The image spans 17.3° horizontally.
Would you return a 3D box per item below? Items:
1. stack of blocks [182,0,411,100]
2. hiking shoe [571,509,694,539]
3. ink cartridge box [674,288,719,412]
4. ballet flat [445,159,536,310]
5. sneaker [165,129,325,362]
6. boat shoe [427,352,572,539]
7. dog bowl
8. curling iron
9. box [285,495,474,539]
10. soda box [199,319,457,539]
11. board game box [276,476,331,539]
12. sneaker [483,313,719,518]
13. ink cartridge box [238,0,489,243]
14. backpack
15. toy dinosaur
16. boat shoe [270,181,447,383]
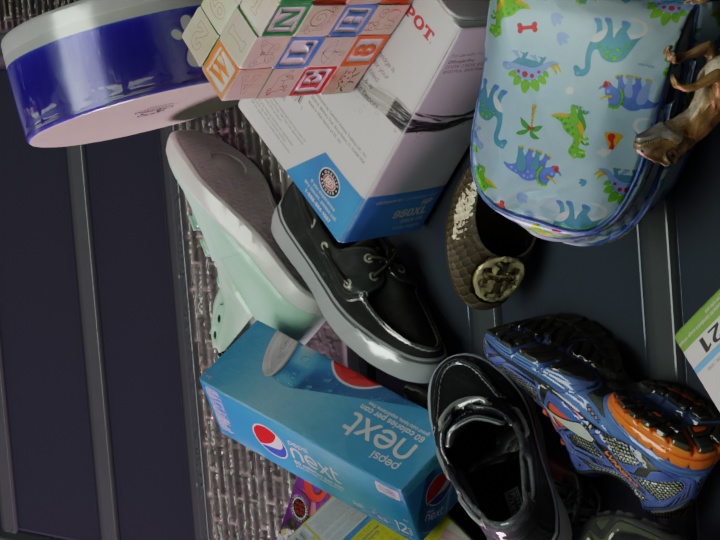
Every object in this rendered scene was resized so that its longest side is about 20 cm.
[{"bbox_3d":[-0.016,-0.199,1.503,0.059,0.115,0.200,57,132,26],"label":"stack of blocks"},{"bbox_3d":[0.150,0.214,1.517,0.200,0.075,0.101,-17,53,56],"label":"hiking shoe"},{"bbox_3d":[0.291,0.074,1.345,0.148,0.075,0.201,-51,57,42],"label":"ink cartridge box"},{"bbox_3d":[0.103,-0.066,1.556,0.046,0.067,0.201,34,116,52],"label":"ballet flat"},{"bbox_3d":[-0.106,-0.008,1.804,0.201,0.073,0.118,53,126,26],"label":"sneaker"},{"bbox_3d":[0.080,0.113,1.550,0.071,0.068,0.201,-29,39,10],"label":"boat shoe"},{"bbox_3d":[-0.160,-0.154,1.747,0.200,0.199,0.079,-17,86,50],"label":"dog bowl"},{"bbox_3d":[0.092,0.124,1.633,0.200,0.025,0.050,32,123,43],"label":"curling iron"},{"bbox_3d":[0.040,0.230,1.652,0.200,0.117,0.048,42,171,39],"label":"box"},{"bbox_3d":[-0.018,0.113,1.685,0.199,0.068,0.064,27,150,35],"label":"soda box"},{"bbox_3d":[0.010,0.235,1.754,0.200,0.032,0.121,42,123,37],"label":"board game box"},{"bbox_3d":[0.147,0.093,1.527,0.200,0.075,0.079,38,128,42],"label":"sneaker"},{"bbox_3d":[0.017,-0.142,1.625,0.145,0.084,0.201,54,132,28],"label":"ink cartridge box"},{"bbox_3d":[0.140,-0.116,1.447,0.162,0.154,0.201,18,130,12],"label":"backpack"},{"bbox_3d":[0.241,-0.130,1.350,0.199,0.060,0.107,-26,105,22],"label":"toy dinosaur"},{"bbox_3d":[0.000,0.000,1.689,0.200,0.068,0.057,49,131,35],"label":"boat shoe"}]
